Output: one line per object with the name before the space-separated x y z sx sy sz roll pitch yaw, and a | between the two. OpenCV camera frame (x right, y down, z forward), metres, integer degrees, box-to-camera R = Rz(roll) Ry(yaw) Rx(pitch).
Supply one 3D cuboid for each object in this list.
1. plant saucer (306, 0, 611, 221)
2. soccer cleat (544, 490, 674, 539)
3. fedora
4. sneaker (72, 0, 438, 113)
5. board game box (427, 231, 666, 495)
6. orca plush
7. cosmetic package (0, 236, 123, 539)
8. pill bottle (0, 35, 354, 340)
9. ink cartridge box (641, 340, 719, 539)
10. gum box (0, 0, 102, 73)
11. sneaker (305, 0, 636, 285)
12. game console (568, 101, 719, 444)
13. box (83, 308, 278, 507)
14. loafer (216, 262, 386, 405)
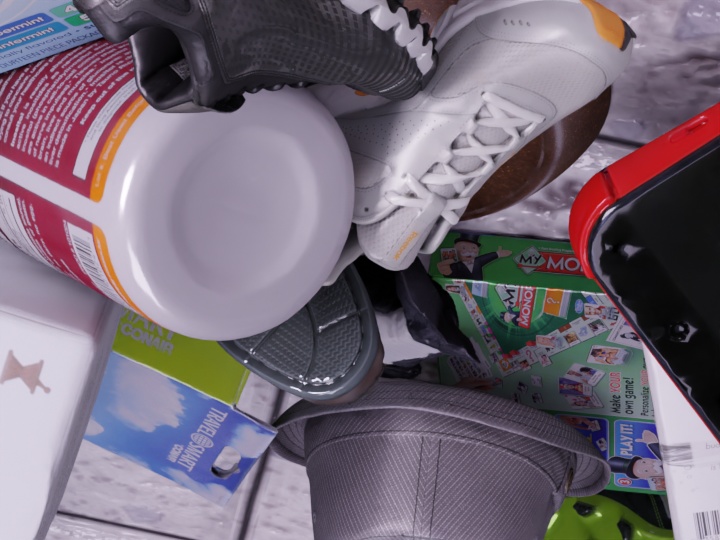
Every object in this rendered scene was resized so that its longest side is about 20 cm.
plant saucer | 0.010 -0.076 1.321 0.200 0.035 0.200 8 149 5
soccer cleat | 0.180 0.149 1.607 0.200 0.068 0.081 -3 176 36
fedora | 0.035 0.126 1.499 0.177 0.090 0.200 9 161 -2
sneaker | -0.044 -0.094 1.133 0.066 0.091 0.200 40 -174 33
board game box | 0.107 0.051 1.500 0.134 0.029 0.200 6 149 8
orca plush | 0.000 0.000 1.407 0.105 0.071 0.200 23 169 -11
cosmetic package | -0.206 0.052 1.342 0.166 0.200 0.168 18 105 -3
pill bottle | -0.098 -0.047 1.260 0.113 0.113 0.200 36 174 -35
ink cartridge box | 0.193 0.053 1.386 0.116 0.067 0.200 -9 123 5
gum box | -0.149 -0.135 1.146 0.170 0.045 0.200 -17 162 18
sneaker | 0.036 -0.048 1.237 0.076 0.092 0.200 29 144 -29
game console | 0.206 0.001 1.298 0.177 0.031 0.200 -32 118 14
box | -0.138 0.042 1.499 0.200 0.048 0.122 26 153 -5
loafer | -0.051 -0.005 1.353 0.200 0.072 0.063 43 179 32
